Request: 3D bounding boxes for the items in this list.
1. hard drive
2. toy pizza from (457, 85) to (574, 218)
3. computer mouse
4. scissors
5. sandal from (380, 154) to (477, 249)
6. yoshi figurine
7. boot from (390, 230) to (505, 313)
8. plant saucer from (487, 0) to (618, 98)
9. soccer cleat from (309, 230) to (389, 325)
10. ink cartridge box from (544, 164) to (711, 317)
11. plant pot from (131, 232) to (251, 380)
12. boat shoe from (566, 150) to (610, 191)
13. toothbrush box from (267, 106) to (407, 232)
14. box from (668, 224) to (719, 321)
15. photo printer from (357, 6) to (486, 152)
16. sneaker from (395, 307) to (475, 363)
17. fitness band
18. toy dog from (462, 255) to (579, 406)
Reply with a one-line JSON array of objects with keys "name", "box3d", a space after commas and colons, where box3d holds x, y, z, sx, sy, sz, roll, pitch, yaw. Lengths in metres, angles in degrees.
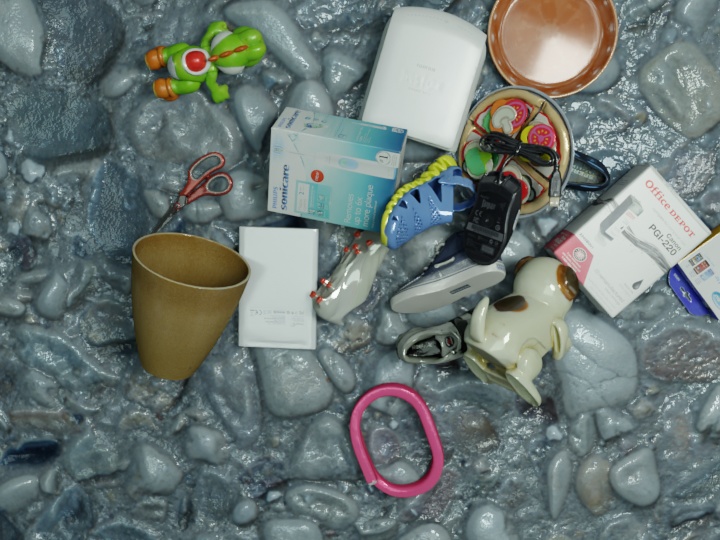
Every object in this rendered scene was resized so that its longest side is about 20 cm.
[{"name": "hard drive", "box3d": [-0.137, 0.028, 1.278, 0.131, 0.025, 0.201, 2, 97, 4]}, {"name": "toy pizza", "box3d": [0.228, -0.179, 1.166, 0.199, 0.032, 0.202, 9, 104, 38]}, {"name": "computer mouse", "box3d": [0.232, -0.099, 1.137, 0.140, 0.046, 0.201, 17, 105, 35]}, {"name": "scissors", "box3d": [-0.301, -0.122, 1.280, 0.199, 0.014, 0.073, -32, 96, 8]}, {"name": "sandal", "box3d": [0.107, -0.099, 1.168, 0.087, 0.080, 0.200, 34, 62, 24]}, {"name": "yoshi figurine", "box3d": [-0.233, -0.337, 1.221, 0.199, 0.113, 0.113, -11, 56, 19]}, {"name": "boot", "box3d": [0.136, 0.000, 1.241, 0.199, 0.073, 0.091, -20, 59, 22]}, {"name": "plant saucer", "box3d": [0.297, -0.370, 1.194, 0.199, 0.032, 0.202, 0, 97, 3]}, {"name": "soccer cleat", "box3d": [0.000, 0.000, 1.251, 0.077, 0.069, 0.200, 39, 91, -31]}, {"name": "ink cartridge box", "box3d": [0.415, -0.047, 1.199, 0.200, 0.085, 0.146, -43, 93, 6]}, {"name": "plant pot", "box3d": [-0.292, 0.068, 1.232, 0.185, 0.187, 0.201, 20, 112, 2]}, {"name": "boat shoe", "box3d": [0.297, -0.177, 1.197, 0.199, 0.069, 0.085, 12, 99, 6]}, {"name": "toothbrush box", "box3d": [-0.038, -0.156, 1.189, 0.199, 0.085, 0.147, 13, 125, 5]}, {"name": "box", "box3d": [0.593, -0.013, 1.211, 0.200, 0.041, 0.119, -38, 93, 6]}, {"name": "photo printer", "box3d": [0.101, -0.303, 1.197, 0.165, 0.069, 0.201, 18, 98, 2]}, {"name": "sneaker", "box3d": [0.155, 0.114, 1.237, 0.199, 0.089, 0.075, -20, 94, 5]}, {"name": "fitness band", "box3d": [0.060, 0.288, 1.290, 0.143, 0.037, 0.201, -19, 96, 6]}, {"name": "toy dog", "box3d": [0.247, 0.068, 1.170, 0.200, 0.139, 0.194, -49, 117, -17]}]
